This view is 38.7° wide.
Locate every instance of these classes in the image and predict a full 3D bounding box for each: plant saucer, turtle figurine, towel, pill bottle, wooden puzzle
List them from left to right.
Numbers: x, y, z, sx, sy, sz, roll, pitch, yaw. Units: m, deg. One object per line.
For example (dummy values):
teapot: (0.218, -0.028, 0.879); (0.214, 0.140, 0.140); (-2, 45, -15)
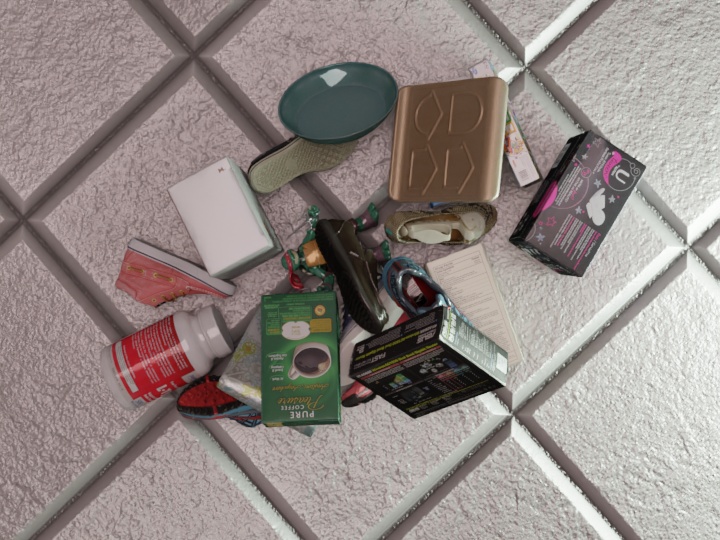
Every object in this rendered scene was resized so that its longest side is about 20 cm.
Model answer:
pill bottle: (-0.310, 0.136, 1.658); (0.198, 0.112, 0.114); (-26, 88, 2)
towel: (-0.115, 0.148, 1.634); (0.169, 0.048, 0.201); (26, 50, 0)
turtle figurine: (-0.057, -0.033, 1.660); (0.197, 0.101, 0.152); (-18, 95, -12)
plant saucer: (-0.034, -0.262, 1.649); (0.196, 0.036, 0.202); (-7, 46, 7)
wooden puzzle: (0.139, -0.197, 1.586); (0.198, 0.046, 0.189); (4, 87, 39)

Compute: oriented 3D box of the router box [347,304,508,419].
router box: (0.101, 0.141, 1.543); (0.149, 0.199, 0.063); (35, 48, -29)

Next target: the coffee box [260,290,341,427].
coffee box: (-0.091, 0.135, 1.558); (0.121, 0.044, 0.203); (-4, 71, 2)

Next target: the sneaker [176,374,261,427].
sneaker: (-0.197, 0.226, 1.660); (0.196, 0.080, 0.097); (-4, 132, -5)

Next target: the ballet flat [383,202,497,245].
ballet flat: (0.138, -0.066, 1.644); (0.197, 0.075, 0.069); (-5, 112, -14)

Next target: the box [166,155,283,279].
box: (-0.208, -0.078, 1.615); (0.105, 0.200, 0.154); (-27, 87, 1)

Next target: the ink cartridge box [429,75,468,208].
ink cartridge box: (0.147, -0.213, 1.672); (0.114, 0.067, 0.203); (-14, 89, 3)

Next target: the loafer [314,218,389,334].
loafer: (0.000, 0.000, 1.566); (0.070, 0.073, 0.202); (-19, 71, -23)

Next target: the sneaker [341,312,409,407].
sneaker: (0.033, 0.140, 1.677); (0.200, 0.074, 0.087); (-42, 78, -6)

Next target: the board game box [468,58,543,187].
board game box: (0.234, -0.231, 1.635); (0.034, 0.134, 0.203); (-24, 89, 13)

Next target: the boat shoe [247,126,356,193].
boat shoe: (-0.099, -0.188, 1.679); (0.198, 0.062, 0.075); (-27, 115, -14)

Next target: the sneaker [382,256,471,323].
sneaker: (0.109, 0.068, 1.570); (0.079, 0.096, 0.200); (-45, 97, -2)

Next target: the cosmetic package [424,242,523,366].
cosmetic package: (0.182, 0.067, 1.662); (0.102, 0.073, 0.203); (-19, 88, 2)

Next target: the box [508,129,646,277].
box: (0.343, -0.102, 1.631); (0.114, 0.132, 0.202); (32, 90, -3)

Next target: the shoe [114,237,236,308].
shoe: (-0.305, 0.025, 1.684); (0.198, 0.071, 0.092); (23, 91, 8)

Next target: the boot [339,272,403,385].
boot: (-0.005, 0.090, 1.646); (0.201, 0.090, 0.073); (-52, 131, -17)
